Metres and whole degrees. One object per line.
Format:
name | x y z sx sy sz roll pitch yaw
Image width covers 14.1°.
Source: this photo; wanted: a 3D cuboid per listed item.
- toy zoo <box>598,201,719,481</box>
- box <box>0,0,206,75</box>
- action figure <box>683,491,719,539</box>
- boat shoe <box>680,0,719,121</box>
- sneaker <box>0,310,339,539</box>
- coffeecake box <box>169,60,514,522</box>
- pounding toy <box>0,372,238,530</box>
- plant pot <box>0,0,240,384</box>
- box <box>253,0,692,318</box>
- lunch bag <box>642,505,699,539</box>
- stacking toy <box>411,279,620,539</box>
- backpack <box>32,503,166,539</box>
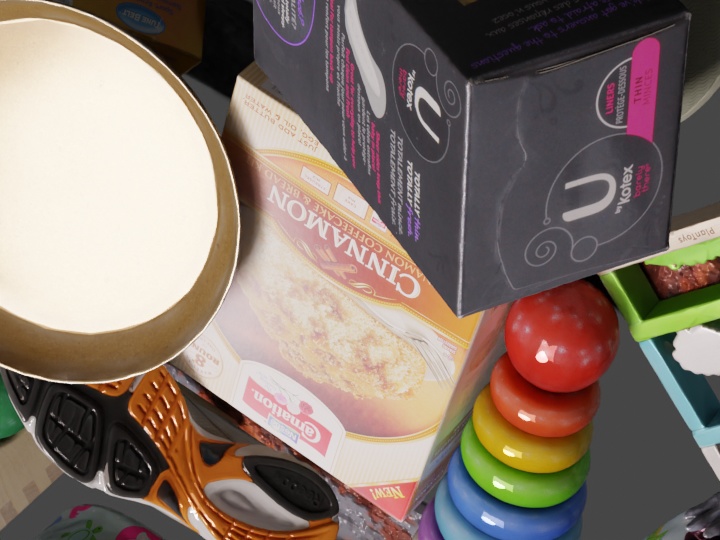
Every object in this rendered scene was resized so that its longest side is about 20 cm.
toy zoo | 0.203 0.058 1.327 0.131 0.020 0.201 -19 108 46
box | -0.179 -0.099 1.458 0.118 0.042 0.200 18 148 -31
action figure | 0.222 0.164 1.286 0.134 0.149 0.201 -2 125 49
boat shoe | 0.125 -0.142 1.219 0.201 0.071 0.068 88 160 -45
sneaker | -0.107 0.089 1.498 0.200 0.076 0.092 38 173 -17
coffeecake box | 0.000 0.000 1.409 0.153 0.073 0.201 33 137 14
pounding toy | -0.199 0.033 1.551 0.200 0.142 0.185 31 154 37
plant pot | -0.147 -0.041 1.392 0.199 0.028 0.201 9 119 16
box | 0.042 -0.095 1.216 0.200 0.105 0.123 -127 28 -44
lunch bag | 0.191 0.212 1.398 0.200 0.083 0.161 42 138 -6
stacking toy | 0.080 0.086 1.402 0.085 0.085 0.201 30 135 17
backpack | -0.150 0.241 1.671 0.177 0.150 0.201 37 133 13
